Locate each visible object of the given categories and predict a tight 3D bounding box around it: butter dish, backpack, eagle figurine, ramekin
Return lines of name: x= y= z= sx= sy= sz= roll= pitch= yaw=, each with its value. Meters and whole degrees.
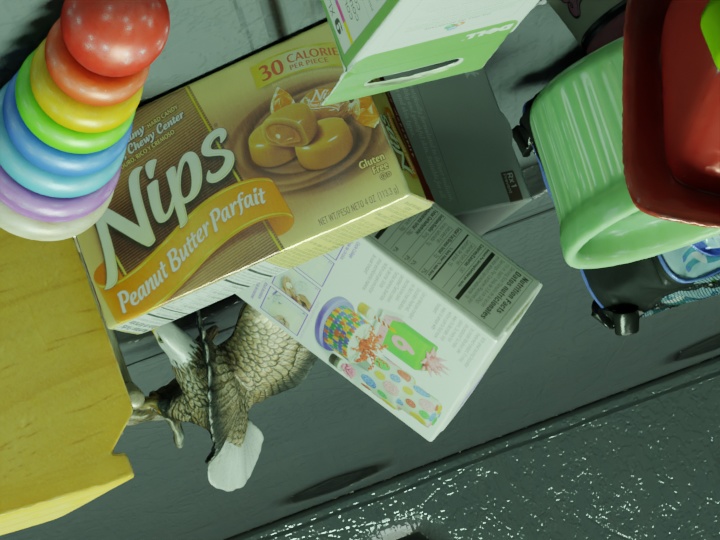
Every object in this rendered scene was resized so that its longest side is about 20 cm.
butter dish: x=0.240 y=-0.119 z=1.408 sx=0.199 sy=0.200 sz=0.148 roll=8 pitch=131 yaw=-1
backpack: x=0.236 y=-0.078 z=1.875 sx=0.200 sy=0.183 sz=0.147 roll=-18 pitch=171 yaw=-39
eagle figurine: x=-0.106 y=0.078 z=2.160 sx=0.151 sy=0.152 sz=0.200 roll=12 pitch=157 yaw=-32
ramekin: x=0.196 y=-0.083 z=1.621 sx=0.200 sy=0.098 sz=0.200 roll=-19 pitch=169 yaw=-4

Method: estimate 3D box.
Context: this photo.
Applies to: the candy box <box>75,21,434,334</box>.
candy box: x=-0.071 y=-0.054 z=1.614 sx=0.200 sy=0.116 sz=0.055 roll=-24 pitch=167 yaw=14

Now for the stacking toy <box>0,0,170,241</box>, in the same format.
stacking toy: x=-0.142 y=-0.091 z=1.425 sx=0.085 sy=0.086 sz=0.200 roll=-14 pitch=163 yaw=-28

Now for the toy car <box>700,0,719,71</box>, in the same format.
toy car: x=0.190 y=-0.213 z=1.272 sx=0.157 sy=0.165 sz=0.200 roll=-22 pitch=156 yaw=6

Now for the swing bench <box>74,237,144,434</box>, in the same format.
swing bench: x=-0.264 y=0.072 z=1.850 sx=0.198 sy=0.130 sz=0.200 roll=-19 pitch=174 yaw=-13

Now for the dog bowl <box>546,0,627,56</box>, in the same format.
dog bowl: x=0.209 y=-0.176 z=1.646 sx=0.200 sy=0.074 sz=0.200 roll=-20 pitch=169 yaw=-4

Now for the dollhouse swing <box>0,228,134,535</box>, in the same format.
dollhouse swing: x=-0.263 y=0.074 z=1.655 sx=0.181 sy=0.200 sz=0.176 roll=-14 pitch=166 yaw=-29

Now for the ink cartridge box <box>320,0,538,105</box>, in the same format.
ink cartridge box: x=0.042 y=-0.158 z=1.470 sx=0.104 sy=0.059 sz=0.200 roll=-16 pitch=168 yaw=-20

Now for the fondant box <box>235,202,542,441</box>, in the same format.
fondant box: x=0.000 y=0.000 z=1.730 sx=0.058 sy=0.200 sz=0.144 roll=-48 pitch=173 yaw=-32

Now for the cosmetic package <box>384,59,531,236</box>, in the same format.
cosmetic package: x=0.018 y=-0.051 z=1.813 sx=0.090 sy=0.107 sz=0.200 roll=-13 pitch=165 yaw=-29
